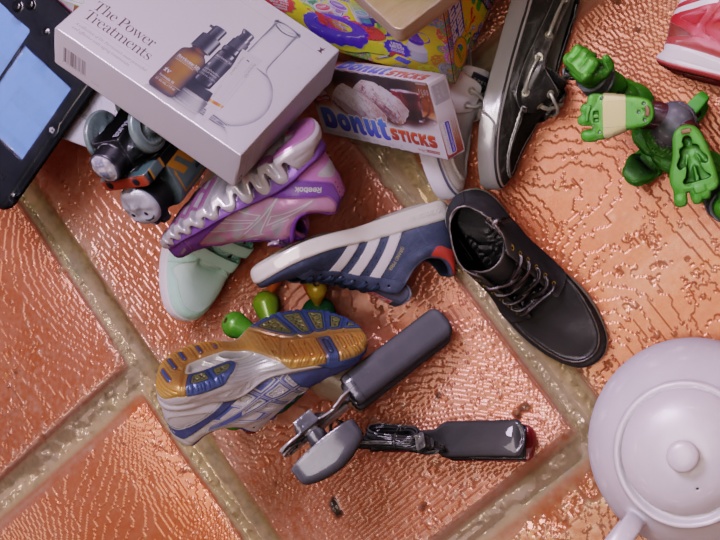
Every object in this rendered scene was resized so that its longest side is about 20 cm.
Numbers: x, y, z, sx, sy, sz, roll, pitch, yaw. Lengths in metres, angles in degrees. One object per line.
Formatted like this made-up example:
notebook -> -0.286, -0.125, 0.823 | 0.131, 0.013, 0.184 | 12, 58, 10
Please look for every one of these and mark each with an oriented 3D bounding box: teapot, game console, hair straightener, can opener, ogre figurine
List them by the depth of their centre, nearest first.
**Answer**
teapot -> 0.277, 0.154, 1.148 | 0.196, 0.146, 0.202 | -8, 88, 19
ogre figurine -> 0.263, -0.113, 1.166 | 0.199, 0.120, 0.099 | 26, 103, 19
can opener -> 0.012, 0.120, 1.253 | 0.199, 0.053, 0.067 | -37, 76, -9
hair straightener -> 0.059, 0.151, 1.261 | 0.198, 0.077, 0.041 | 3, 76, 22
game console -> -0.353, -0.189, 1.332 | 0.177, 0.031, 0.200 | 43, 105, 16

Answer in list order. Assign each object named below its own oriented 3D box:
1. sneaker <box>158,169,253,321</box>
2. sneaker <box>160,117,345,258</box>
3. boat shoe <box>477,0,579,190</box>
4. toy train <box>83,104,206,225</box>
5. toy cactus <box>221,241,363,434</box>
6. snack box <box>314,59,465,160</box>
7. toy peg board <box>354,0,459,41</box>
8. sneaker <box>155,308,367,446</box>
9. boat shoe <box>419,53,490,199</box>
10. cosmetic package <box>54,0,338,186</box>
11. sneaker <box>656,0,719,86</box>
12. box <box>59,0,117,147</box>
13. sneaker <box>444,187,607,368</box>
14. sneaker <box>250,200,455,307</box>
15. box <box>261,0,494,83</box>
sneaker -> -0.123, -0.031, 1.302 | 0.118, 0.073, 0.202 | 31, 99, 51
sneaker -> -0.094, -0.052, 1.219 | 0.199, 0.081, 0.089 | -28, 114, 30
boat shoe -> 0.154, -0.169, 1.229 | 0.063, 0.071, 0.202 | 14, 93, 20
toy train -> -0.173, -0.134, 1.251 | 0.085, 0.201, 0.114 | -6, 128, 35
toy cactus -> -0.061, 0.080, 1.303 | 0.164, 0.102, 0.201 | 28, 91, 7
snack box -> 0.019, -0.150, 1.230 | 0.199, 0.024, 0.072 | 20, 134, 54
toy peg board -> 0.042, -0.327, 1.096 | 0.200, 0.098, 0.199 | -38, 64, -11
sneaker -> -0.089, 0.099, 1.242 | 0.198, 0.075, 0.089 | -14, 128, -14
boat shoe -> 0.087, -0.168, 1.257 | 0.069, 0.071, 0.202 | -9, 81, 22
cosmetic package -> -0.142, -0.187, 1.180 | 0.199, 0.052, 0.151 | 34, 57, 8
sneaker -> 0.362, -0.205, 1.154 | 0.199, 0.078, 0.116 | 17, 97, 17
box -> -0.262, -0.228, 1.361 | 0.175, 0.097, 0.202 | 19, 96, 18
sneaker -> 0.142, 0.018, 1.203 | 0.075, 0.106, 0.200 | -43, 91, 13
sneaker -> 0.000, 0.000, 1.248 | 0.198, 0.075, 0.085 | -17, 94, -13
box -> 0.024, -0.300, 1.209 | 0.199, 0.122, 0.194 | 19, 67, 19
